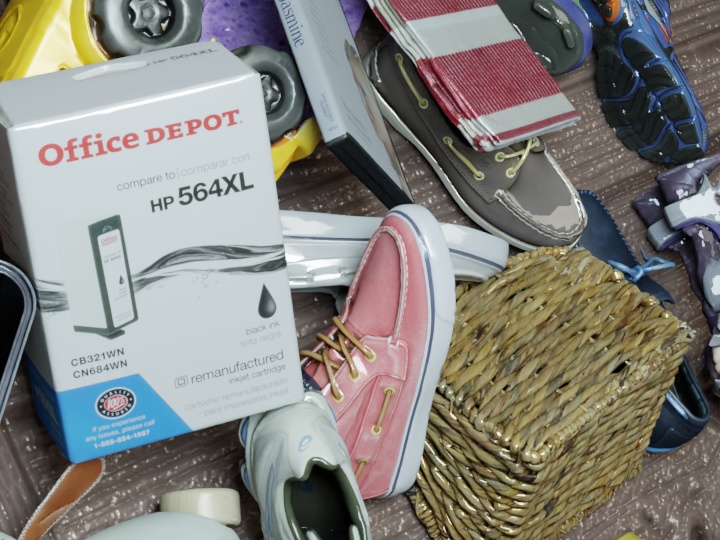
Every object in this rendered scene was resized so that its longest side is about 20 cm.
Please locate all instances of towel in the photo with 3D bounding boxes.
[{"bbox_3d":[0.059,-0.169,1.389,0.200,0.023,0.144,54,31,9],"label":"towel"}]

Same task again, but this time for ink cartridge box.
[{"bbox_3d":[-0.122,-0.013,1.144,0.146,0.084,0.201,-15,113,-17],"label":"ink cartridge box"}]

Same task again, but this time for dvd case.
[{"bbox_3d":[-0.022,-0.142,1.285,0.143,0.017,0.201,41,27,-65],"label":"dvd case"}]

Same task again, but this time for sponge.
[{"bbox_3d":[-0.051,-0.188,1.388,0.111,0.030,0.200,34,55,-23],"label":"sponge"}]

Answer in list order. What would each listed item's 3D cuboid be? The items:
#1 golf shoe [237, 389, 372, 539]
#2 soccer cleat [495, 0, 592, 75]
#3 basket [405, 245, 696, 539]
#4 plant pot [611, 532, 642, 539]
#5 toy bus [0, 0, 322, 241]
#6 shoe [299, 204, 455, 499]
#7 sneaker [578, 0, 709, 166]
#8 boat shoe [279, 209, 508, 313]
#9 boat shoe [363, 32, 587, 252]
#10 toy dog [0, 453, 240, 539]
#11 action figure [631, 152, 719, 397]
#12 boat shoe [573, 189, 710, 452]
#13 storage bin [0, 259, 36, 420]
[{"bbox_3d":[-0.023,0.174,1.204,0.078,0.097,0.201,-20,113,-9],"label":"golf shoe"},{"bbox_3d":[0.100,-0.230,1.505,0.200,0.065,0.084,53,22,-3],"label":"soccer cleat"},{"bbox_3d":[0.105,0.093,1.379,0.143,0.149,0.200,37,47,23],"label":"basket"},{"bbox_3d":[0.138,0.284,1.262,0.200,0.200,0.177,-25,77,-39],"label":"plant pot"},{"bbox_3d":[-0.146,-0.074,1.223,0.200,0.136,0.192,36,69,-24],"label":"toy bus"},{"bbox_3d":[-0.004,0.058,1.257,0.091,0.071,0.201,-9,120,-34],"label":"shoe"},{"bbox_3d":[0.215,-0.174,1.551,0.078,0.075,0.201,-29,93,-42],"label":"sneaker"},{"bbox_3d":[0.000,0.000,1.317,0.199,0.072,0.066,5,82,-21],"label":"boat shoe"},{"bbox_3d":[0.086,-0.091,1.415,0.200,0.060,0.072,46,63,-4],"label":"boat shoe"},{"bbox_3d":[-0.133,0.168,1.156,0.200,0.096,0.132,-18,84,-39],"label":"toy dog"},{"bbox_3d":[0.265,0.022,1.493,0.069,0.130,0.201,-17,80,-2],"label":"action figure"},{"bbox_3d":[0.202,0.028,1.466,0.084,0.069,0.200,-26,87,-37],"label":"boat shoe"},{"bbox_3d":[-0.265,0.084,1.073,0.135,0.094,0.201,19,61,-11],"label":"storage bin"}]
